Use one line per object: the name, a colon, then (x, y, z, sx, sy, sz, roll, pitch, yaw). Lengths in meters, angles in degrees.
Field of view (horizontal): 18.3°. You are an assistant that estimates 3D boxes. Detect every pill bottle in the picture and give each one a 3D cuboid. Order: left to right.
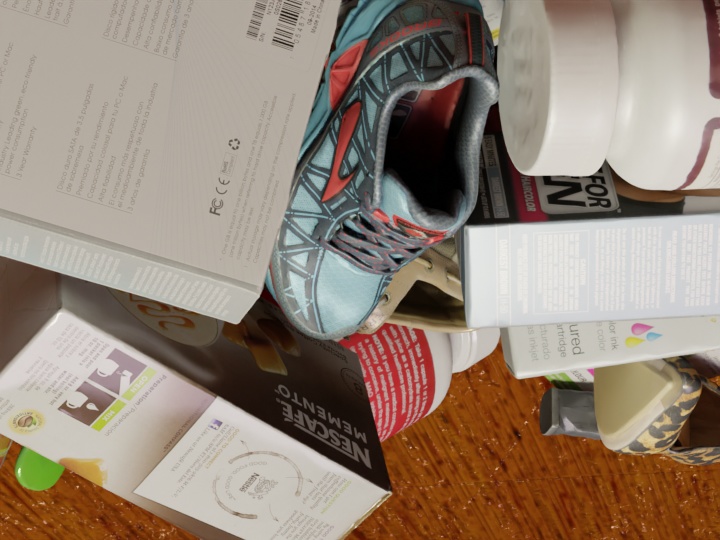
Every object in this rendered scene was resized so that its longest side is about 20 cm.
pill bottle: (-0.021, 0.053, 1.276, 0.200, 0.112, 0.112, -27, 161, -29)
pill bottle: (0.169, -0.092, 1.016, 0.199, 0.110, 0.110, -2, 150, -11)

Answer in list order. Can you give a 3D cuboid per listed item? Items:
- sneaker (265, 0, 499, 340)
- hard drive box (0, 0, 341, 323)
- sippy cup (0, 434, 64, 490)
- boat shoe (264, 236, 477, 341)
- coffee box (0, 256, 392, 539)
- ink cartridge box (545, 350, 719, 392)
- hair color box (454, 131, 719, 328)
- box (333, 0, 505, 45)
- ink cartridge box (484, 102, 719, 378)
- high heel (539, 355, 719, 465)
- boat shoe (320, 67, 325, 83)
sneaker: (0.007, -0.039, 1.042, 0.079, 0.096, 0.200, 3, 126, -25)
hard drive box: (-0.122, -0.082, 0.964, 0.200, 0.156, 0.077, 17, 166, -8)
sippy cup: (-0.236, 0.078, 1.150, 0.139, 0.131, 0.178, 19, 167, -23)
boat shoe: (0.000, 0.000, 1.170, 0.072, 0.065, 0.200, -27, 159, 34)
coffee box: (-0.090, 0.054, 1.086, 0.200, 0.114, 0.080, 32, 115, -28)
ink cartridge box: (0.196, 0.003, 1.339, 0.200, 0.076, 0.148, -19, 149, 20)
hair color box: (0.147, -0.025, 1.089, 0.199, 0.099, 0.061, -3, 120, -1)
box: (-0.006, -0.157, 1.033, 0.082, 0.049, 0.200, -24, 147, 24)
ink cartridge box: (0.167, -0.031, 1.188, 0.199, 0.146, 0.083, -9, -177, 0)
high heel: (0.201, 0.077, 1.300, 0.142, 0.072, 0.200, 6, 170, -13)
boat shoe: (-0.052, -0.033, 1.228, 0.071, 0.063, 0.200, 3, 150, -22)
